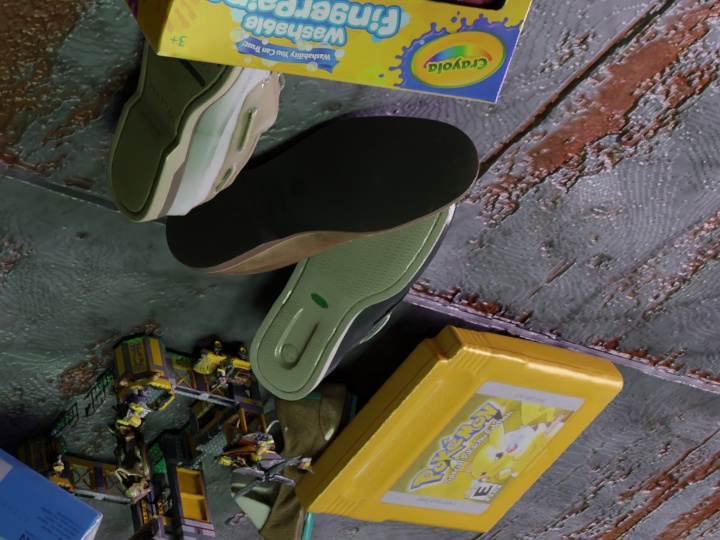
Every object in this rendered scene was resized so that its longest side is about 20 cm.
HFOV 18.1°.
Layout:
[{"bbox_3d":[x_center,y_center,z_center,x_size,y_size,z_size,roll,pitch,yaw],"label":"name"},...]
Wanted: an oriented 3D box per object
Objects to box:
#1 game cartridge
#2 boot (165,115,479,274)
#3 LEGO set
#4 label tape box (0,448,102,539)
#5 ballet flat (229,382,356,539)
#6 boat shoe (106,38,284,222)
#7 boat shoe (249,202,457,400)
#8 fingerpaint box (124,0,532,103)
[{"bbox_3d":[0.073,0.119,1.636,0.199,0.033,0.176,11,127,-47],"label":"game cartridge"},{"bbox_3d":[-0.019,-0.043,1.418,0.199,0.074,0.075,-16,164,10],"label":"boot"},{"bbox_3d":[-0.144,0.147,1.577,0.200,0.116,0.153,-37,139,29],"label":"LEGO set"},{"bbox_3d":[-0.276,0.206,1.599,0.143,0.066,0.200,32,135,4],"label":"label tape box"},{"bbox_3d":[-0.057,0.148,1.665,0.072,0.068,0.201,14,140,-4],"label":"ballet flat"},{"bbox_3d":[-0.082,-0.111,1.294,0.068,0.075,0.200,-12,148,-39],"label":"boat shoe"},{"bbox_3d":[0.000,0.000,1.488,0.200,0.072,0.068,-51,167,32],"label":"boat shoe"},{"bbox_3d":[-0.001,-0.185,1.161,0.199,0.073,0.168,7,117,-26],"label":"fingerpaint box"}]
